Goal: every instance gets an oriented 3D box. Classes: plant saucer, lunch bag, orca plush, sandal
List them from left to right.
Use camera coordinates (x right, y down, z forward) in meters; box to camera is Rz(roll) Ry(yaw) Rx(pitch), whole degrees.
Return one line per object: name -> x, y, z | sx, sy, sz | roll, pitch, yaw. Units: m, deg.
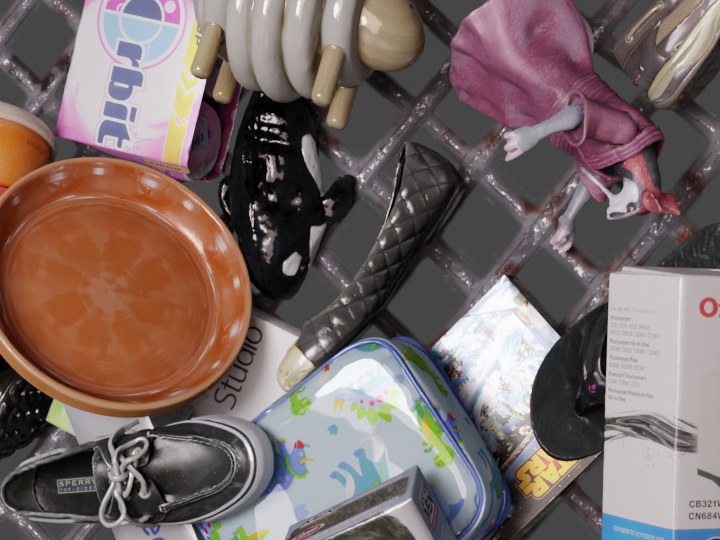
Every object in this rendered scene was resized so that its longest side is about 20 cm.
plant saucer -> -0.174, 0.013, 1.282 | 0.201, 0.199, 0.032 | 53, 144, 14
orca plush -> -0.057, -0.081, 1.317 | 0.104, 0.071, 0.202 | 21, 94, 19
lunch bag -> -0.008, 0.155, 1.241 | 0.199, 0.082, 0.161 | -38, 75, 16
sandal -> 0.185, 0.041, 1.211 | 0.075, 0.048, 0.200 | 43, 84, 15

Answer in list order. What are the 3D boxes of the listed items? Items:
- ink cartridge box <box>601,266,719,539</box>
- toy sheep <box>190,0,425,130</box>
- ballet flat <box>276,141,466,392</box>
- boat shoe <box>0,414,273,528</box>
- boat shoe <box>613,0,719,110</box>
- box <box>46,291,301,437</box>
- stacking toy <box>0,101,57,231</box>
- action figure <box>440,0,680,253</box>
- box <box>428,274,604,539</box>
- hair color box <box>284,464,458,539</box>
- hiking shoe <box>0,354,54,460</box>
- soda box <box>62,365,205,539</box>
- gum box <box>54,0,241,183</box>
ink cartridge box -> 0.235, 0.100, 1.158 | 0.144, 0.084, 0.203 | 1, 92, -25
toy sheep -> -0.049, -0.177, 1.249 | 0.198, 0.138, 0.139 | 15, 92, 14
ballet flat -> 0.000, 0.000, 1.280 | 0.057, 0.066, 0.201 | 36, 79, -3
boat shoe -> -0.154, 0.137, 1.226 | 0.197, 0.068, 0.075 | -4, 87, 28
boat shoe -> 0.241, -0.204, 1.218 | 0.073, 0.074, 0.201 | 39, 99, 16
box -> -0.123, 0.086, 1.351 | 0.199, 0.036, 0.146 | 24, 96, 20
stacking toy -> -0.289, -0.012, 1.313 | 0.145, 0.146, 0.202 | -13, 68, 18
action figure -> 0.150, -0.109, 1.239 | 0.149, 0.134, 0.200 | -44, 71, -7
box -> 0.081, 0.121, 1.276 | 0.200, 0.040, 0.137 | -45, 74, 12
hair color box -> 0.038, 0.239, 1.169 | 0.098, 0.061, 0.201 | -26, 100, 12
hiking shoe -> -0.266, 0.048, 1.391 | 0.100, 0.076, 0.202 | 25, 86, 27
soda box -> -0.137, 0.168, 1.300 | 0.063, 0.068, 0.202 | -26, 81, 20
gum box -> -0.145, -0.171, 1.354 | 0.112, 0.066, 0.202 | 14, 92, 21
